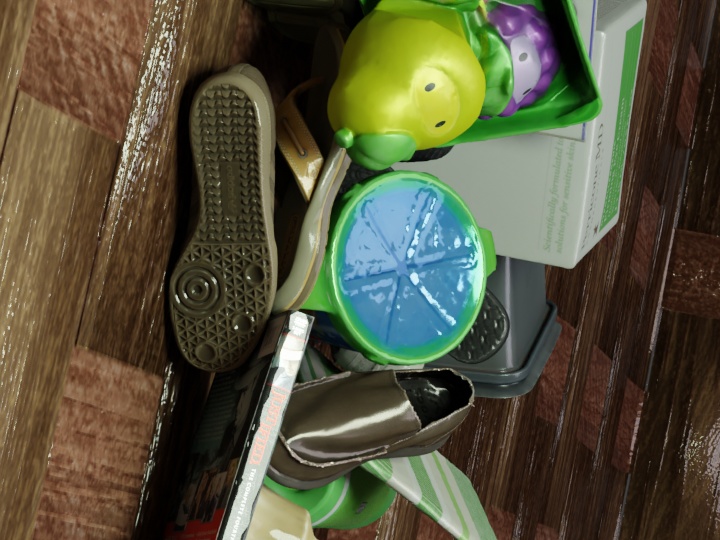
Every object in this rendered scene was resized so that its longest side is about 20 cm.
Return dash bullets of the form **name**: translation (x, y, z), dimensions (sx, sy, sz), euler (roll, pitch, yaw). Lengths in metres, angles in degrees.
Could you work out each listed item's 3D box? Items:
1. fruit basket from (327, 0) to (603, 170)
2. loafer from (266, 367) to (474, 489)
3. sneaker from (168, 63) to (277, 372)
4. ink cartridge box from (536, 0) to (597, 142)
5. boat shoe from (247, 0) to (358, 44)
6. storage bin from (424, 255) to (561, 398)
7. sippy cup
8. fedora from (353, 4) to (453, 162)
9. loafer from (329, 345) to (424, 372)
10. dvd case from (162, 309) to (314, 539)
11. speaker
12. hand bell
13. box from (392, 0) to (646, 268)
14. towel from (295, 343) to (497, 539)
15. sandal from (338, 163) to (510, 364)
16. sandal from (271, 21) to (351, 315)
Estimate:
- **fruit basket**: translation (0.061, -0.151, 1.578), dimensions (0.215, 0.155, 0.217), euler (-9, 90, -73)
- **loafer**: translation (0.002, 0.095, 1.691), dimensions (0.199, 0.073, 0.071), euler (-12, 158, -46)
- **sneaker**: translation (-0.079, -0.035, 1.594), dimensions (0.076, 0.070, 0.201), euler (-56, 154, -70)
- **ink cartridge box**: translation (0.086, -0.207, 1.837), dimensions (0.043, 0.199, 0.199), euler (-47, 144, -60)
- **boat shoe**: translation (-0.037, -0.206, 1.646), dimensions (0.200, 0.074, 0.069), euler (67, 34, -82)
- **storage bin**: translation (0.093, 0.007, 2.103), dimensions (0.200, 0.145, 0.135), euler (-50, 143, -67)
- **sippy cup**: translation (0.000, 0.000, 1.748), dimensions (0.177, 0.130, 0.140), euler (30, 73, -28)
- **fedora**: translation (0.031, -0.139, 1.773), dimensions (0.201, 0.091, 0.202), euler (-169, -90, -82)
- **loafer**: translation (0.002, 0.036, 1.888), dimensions (0.070, 0.070, 0.200), euler (-52, -163, 10)
- **dvd case**: translation (-0.088, 0.129, 1.597), dimensions (0.146, 0.022, 0.201), euler (156, -48, -69)
- **speaker**: translation (-0.028, 0.155, 1.872), dimensions (0.200, 0.088, 0.089), euler (21, 79, -74)
- **hand bell**: translation (-0.015, 0.203, 1.683), dimensions (0.104, 0.199, 0.105), euler (-158, -90, -80)
- **box**: translation (0.111, -0.130, 1.980), dimensions (0.171, 0.199, 0.200), euler (-37, 136, -66)
- **towel**: translation (0.021, 0.136, 1.810), dimensions (0.023, 0.200, 0.153), euler (-45, -157, 9)
- **sandal**: translation (0.035, -0.010, 1.858), dimensions (0.075, 0.200, 0.045), euler (-42, 174, 8)
- **sandal**: translation (-0.043, -0.071, 1.628), dimensions (0.080, 0.054, 0.201), euler (-174, -80, -70)
